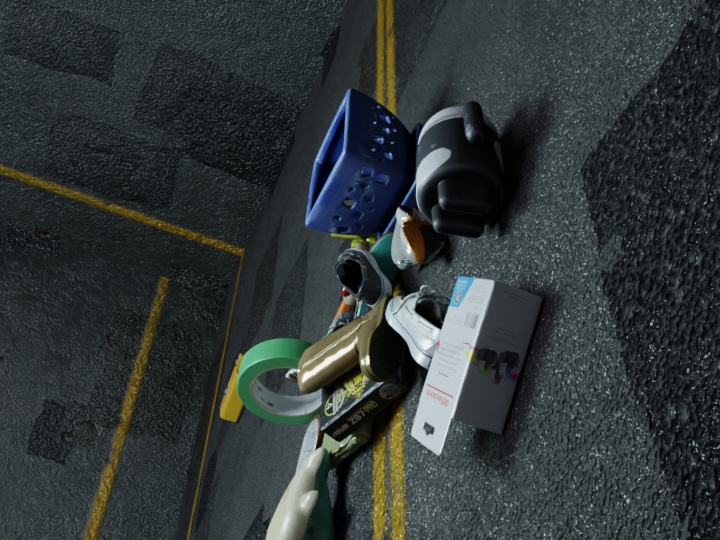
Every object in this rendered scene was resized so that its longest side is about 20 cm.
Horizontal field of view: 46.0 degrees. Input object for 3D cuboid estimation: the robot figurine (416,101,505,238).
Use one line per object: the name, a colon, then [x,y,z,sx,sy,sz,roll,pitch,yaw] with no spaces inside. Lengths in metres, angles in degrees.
robot figurine: [0.139,-0.136,1.170,0.149,0.124,0.202,-32,35,31]

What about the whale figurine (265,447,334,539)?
whale figurine: [-0.082,0.401,1.407,0.159,0.103,0.202,-52,15,53]

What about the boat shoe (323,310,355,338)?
boat shoe: [-0.030,0.125,1.612,0.201,0.061,0.076,-102,31,-65]

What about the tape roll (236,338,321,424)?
tape roll: [-0.136,0.215,1.620,0.049,0.197,0.202,-88,21,-46]

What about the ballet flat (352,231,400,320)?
ballet flat: [0.025,0.026,1.524,0.068,0.067,0.203,-130,59,-84]

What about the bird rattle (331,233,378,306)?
bird rattle: [0.000,0.000,1.663,0.164,0.111,0.203,108,159,-52]

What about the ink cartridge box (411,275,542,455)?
ink cartridge box: [0.131,0.114,0.986,0.115,0.067,0.203,-172,100,-76]

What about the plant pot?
plant pot: [0.018,-0.181,1.568,0.202,0.177,0.201,-86,19,-45]

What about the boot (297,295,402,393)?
boot: [-0.022,0.143,1.312,0.199,0.066,0.176,-34,19,32]

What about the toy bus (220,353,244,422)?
toy bus: [-0.381,0.366,2.659,0.078,0.064,0.203,-111,41,-68]

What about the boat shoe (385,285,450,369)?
boat shoe: [0.091,0.061,1.198,0.202,0.073,0.087,-117,47,-68]

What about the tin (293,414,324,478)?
tin: [-0.092,0.371,1.598,0.112,0.041,0.203,131,153,-67]

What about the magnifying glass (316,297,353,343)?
magnifying glass: [-0.061,0.145,1.711,0.202,0.079,0.022,-65,8,-14]

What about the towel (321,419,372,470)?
towel: [-0.019,0.254,1.461,0.200,0.036,0.150,126,159,-54]

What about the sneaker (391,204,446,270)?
sneaker: [0.087,-0.034,1.367,0.200,0.074,0.093,-90,14,-71]

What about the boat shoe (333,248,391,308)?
boat shoe: [-0.011,0.006,1.445,0.071,0.066,0.200,-60,27,14]

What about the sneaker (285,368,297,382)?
sneaker: [-0.114,0.202,1.816,0.085,0.080,0.200,-68,12,-11]

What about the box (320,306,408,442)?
box: [0.004,0.155,1.375,0.161,0.049,0.202,-38,29,25]
